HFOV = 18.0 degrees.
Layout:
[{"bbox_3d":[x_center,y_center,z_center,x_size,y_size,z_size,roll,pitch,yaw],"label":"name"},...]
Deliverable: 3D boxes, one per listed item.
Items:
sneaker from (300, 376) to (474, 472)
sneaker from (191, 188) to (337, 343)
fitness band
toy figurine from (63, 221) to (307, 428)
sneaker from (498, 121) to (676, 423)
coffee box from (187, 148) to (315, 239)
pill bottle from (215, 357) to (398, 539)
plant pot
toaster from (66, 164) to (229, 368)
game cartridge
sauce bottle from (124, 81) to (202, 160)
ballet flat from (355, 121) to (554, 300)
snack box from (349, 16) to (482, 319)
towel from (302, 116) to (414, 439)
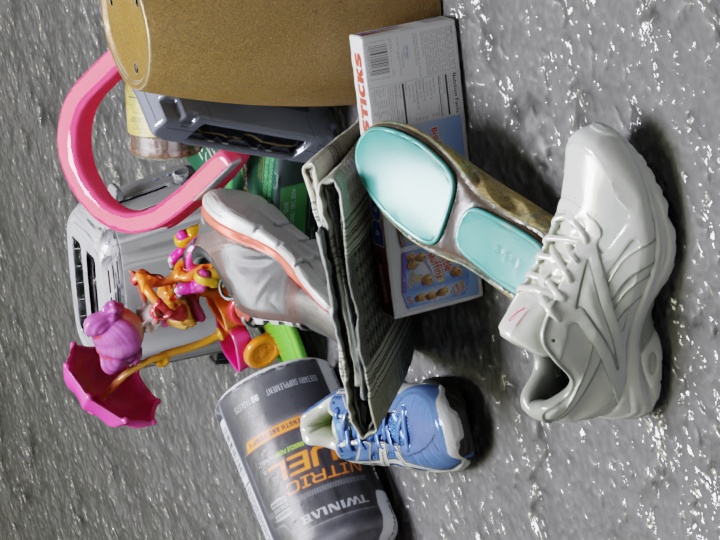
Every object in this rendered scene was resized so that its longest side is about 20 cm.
[{"bbox_3d":[0.022,0.121,1.711,0.200,0.077,0.076,-9,94,65],"label":"sneaker"},{"bbox_3d":[-0.056,0.016,1.774,0.200,0.077,0.082,40,117,31],"label":"sneaker"},{"bbox_3d":[-0.163,-0.117,1.831,0.200,0.037,0.144,-38,81,33],"label":"fitness band"},{"bbox_3d":[-0.162,0.050,1.887,0.150,0.184,0.200,51,164,42],"label":"toy figurine"},{"bbox_3d":[0.131,0.011,1.370,0.078,0.099,0.200,36,135,56],"label":"sneaker"},{"bbox_3d":[-0.097,-0.105,1.889,0.200,0.044,0.123,53,147,42],"label":"coffee box"},{"bbox_3d":[-0.036,0.180,1.839,0.200,0.106,0.106,66,155,20],"label":"pill bottle"},{"bbox_3d":[-0.074,-0.190,1.596,0.186,0.200,0.187,47,145,49],"label":"plant pot"},{"bbox_3d":[-0.188,0.008,2.054,0.114,0.129,0.200,43,141,53],"label":"toaster"},{"bbox_3d":[-0.106,-0.151,1.710,0.041,0.200,0.133,-34,66,31],"label":"game cartridge"},{"bbox_3d":[-0.164,-0.193,1.868,0.065,0.065,0.200,26,120,60],"label":"sauce bottle"},{"bbox_3d":[0.076,-0.035,1.489,0.200,0.071,0.071,37,137,38],"label":"ballet flat"},{"bbox_3d":[0.039,-0.070,1.566,0.024,0.072,0.200,27,127,61],"label":"snack box"},{"bbox_3d":[0.000,0.000,1.618,0.200,0.034,0.193,-59,-38,-71],"label":"towel"}]
